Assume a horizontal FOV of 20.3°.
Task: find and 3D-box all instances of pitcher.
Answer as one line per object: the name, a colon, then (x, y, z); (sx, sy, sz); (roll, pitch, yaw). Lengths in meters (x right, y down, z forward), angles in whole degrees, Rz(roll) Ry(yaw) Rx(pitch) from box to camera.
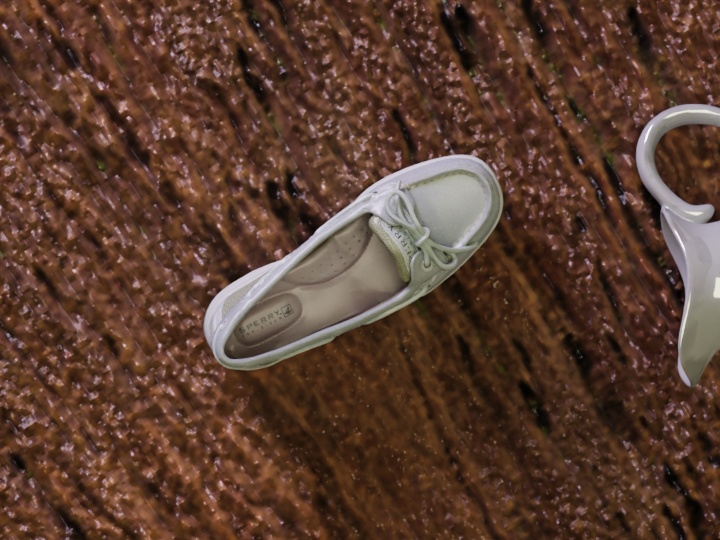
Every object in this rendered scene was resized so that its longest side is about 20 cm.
pitcher: (0.274, -0.032, 1.211); (0.199, 0.121, 0.172); (-13, 83, 6)

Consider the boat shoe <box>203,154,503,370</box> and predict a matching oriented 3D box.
boat shoe: (-0.001, -0.001, 1.197); (0.201, 0.065, 0.075); (-28, 100, -3)
